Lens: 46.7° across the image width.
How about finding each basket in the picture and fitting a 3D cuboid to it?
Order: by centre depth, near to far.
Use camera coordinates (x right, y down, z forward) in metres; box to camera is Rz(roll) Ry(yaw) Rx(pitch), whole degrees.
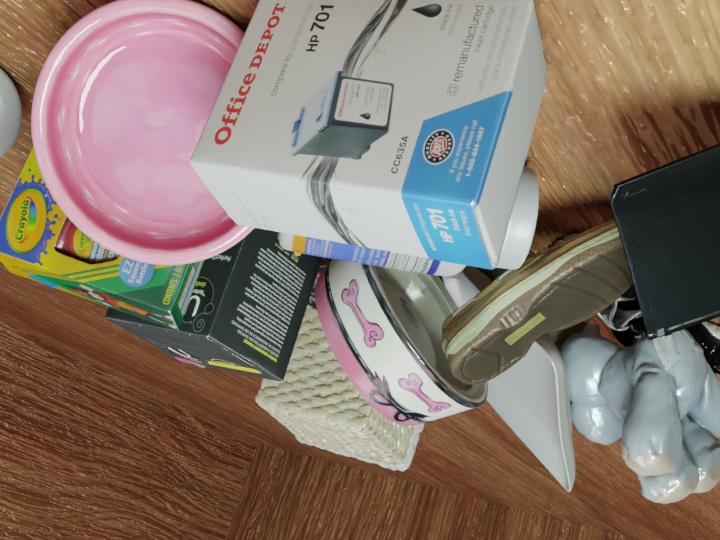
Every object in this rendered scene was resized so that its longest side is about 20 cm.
[{"bbox_3d":[-0.011,0.148,1.177,0.196,0.202,0.161,8,157,29],"label":"basket"}]

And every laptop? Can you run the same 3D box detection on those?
[{"bbox_3d":[0.261,-0.030,0.571,0.174,0.106,0.200,-20,176,12],"label":"laptop"}]

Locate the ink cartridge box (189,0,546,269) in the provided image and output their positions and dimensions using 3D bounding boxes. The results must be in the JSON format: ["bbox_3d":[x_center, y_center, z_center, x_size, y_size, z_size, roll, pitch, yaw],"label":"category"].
[{"bbox_3d":[0.008,-0.098,0.548,0.196,0.149,0.086,10,159,23],"label":"ink cartridge box"}]

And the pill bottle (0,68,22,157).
[{"bbox_3d":[-0.446,-0.156,0.885,0.112,0.115,0.198,32,157,-35],"label":"pill bottle"}]

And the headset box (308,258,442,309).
[{"bbox_3d":[0.000,0.000,0.942,0.147,0.079,0.198,29,158,-27],"label":"headset box"}]

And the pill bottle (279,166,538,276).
[{"bbox_3d":[0.038,-0.058,0.670,0.195,0.115,0.112,8,162,-3],"label":"pill bottle"}]

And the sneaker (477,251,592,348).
[{"bbox_3d":[0.180,0.049,0.881,0.066,0.092,0.199,-2,152,48],"label":"sneaker"}]

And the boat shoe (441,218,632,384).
[{"bbox_3d":[0.147,0.010,0.700,0.198,0.077,0.072,-34,130,14],"label":"boat shoe"}]

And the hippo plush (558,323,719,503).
[{"bbox_3d":[0.250,0.124,0.807,0.159,0.159,0.202,-1,126,49],"label":"hippo plush"}]

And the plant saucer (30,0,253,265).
[{"bbox_3d":[-0.153,-0.109,0.656,0.197,0.204,0.051,22,-167,-10],"label":"plant saucer"}]

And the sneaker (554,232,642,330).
[{"bbox_3d":[0.221,0.013,0.754,0.076,0.084,0.200,22,161,-11],"label":"sneaker"}]

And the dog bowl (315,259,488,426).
[{"bbox_3d":[0.034,0.053,0.776,0.073,0.203,0.199,-35,136,19],"label":"dog bowl"}]

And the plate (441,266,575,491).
[{"bbox_3d":[0.151,0.091,0.831,0.200,0.032,0.203,50,164,47],"label":"plate"}]

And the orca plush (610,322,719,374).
[{"bbox_3d":[0.353,0.098,0.877,0.196,0.072,0.105,22,161,-10],"label":"orca plush"}]

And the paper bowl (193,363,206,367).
[{"bbox_3d":[-0.233,0.016,1.004,0.199,0.105,0.201,33,162,12],"label":"paper bowl"}]

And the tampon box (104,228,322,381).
[{"bbox_3d":[-0.134,-0.012,0.845,0.147,0.204,0.126,6,158,34],"label":"tampon box"}]

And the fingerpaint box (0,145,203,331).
[{"bbox_3d":[-0.206,-0.074,0.741,0.163,0.204,0.073,19,162,-1],"label":"fingerpaint box"}]
